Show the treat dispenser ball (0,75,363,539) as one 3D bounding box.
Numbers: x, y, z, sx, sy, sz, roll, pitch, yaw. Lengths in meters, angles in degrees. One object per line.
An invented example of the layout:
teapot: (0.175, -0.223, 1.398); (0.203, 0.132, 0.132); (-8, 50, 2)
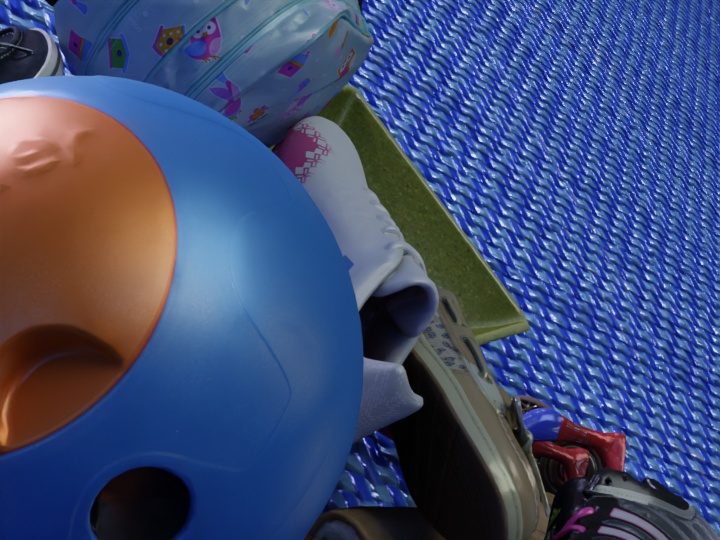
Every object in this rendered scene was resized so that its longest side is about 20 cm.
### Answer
treat dispenser ball: (-0.099, 0.032, 0.683); (0.201, 0.201, 0.201); (41, 23, -21)

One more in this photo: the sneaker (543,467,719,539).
sneaker: (0.106, 0.142, 0.924); (0.200, 0.074, 0.087); (-4, 47, -48)

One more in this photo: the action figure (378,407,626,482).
action figure: (0.046, 0.083, 1.050); (0.200, 0.065, 0.052); (22, 68, -20)

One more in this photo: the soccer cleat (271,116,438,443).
soccer cleat: (0.000, 0.000, 0.925); (0.070, 0.086, 0.200); (50, 31, -41)

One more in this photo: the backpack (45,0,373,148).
backpack: (-0.071, -0.124, 0.978); (0.127, 0.167, 0.200); (43, 4, 7)

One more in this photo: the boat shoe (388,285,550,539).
boat shoe: (0.047, 0.062, 0.936); (0.063, 0.073, 0.200); (-5, 35, -20)

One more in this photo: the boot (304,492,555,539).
boot: (0.071, 0.188, 0.956); (0.175, 0.066, 0.200); (53, 24, 21)

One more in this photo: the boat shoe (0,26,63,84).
boat shoe: (-0.187, -0.073, 0.864); (0.062, 0.075, 0.200); (51, 26, -14)

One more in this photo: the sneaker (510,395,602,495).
sneaker: (0.136, 0.163, 1.138); (0.200, 0.070, 0.076); (52, -5, 14)

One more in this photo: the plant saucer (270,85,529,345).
plant saucer: (-0.003, -0.021, 1.169); (0.200, 0.048, 0.200); (54, 22, 11)
